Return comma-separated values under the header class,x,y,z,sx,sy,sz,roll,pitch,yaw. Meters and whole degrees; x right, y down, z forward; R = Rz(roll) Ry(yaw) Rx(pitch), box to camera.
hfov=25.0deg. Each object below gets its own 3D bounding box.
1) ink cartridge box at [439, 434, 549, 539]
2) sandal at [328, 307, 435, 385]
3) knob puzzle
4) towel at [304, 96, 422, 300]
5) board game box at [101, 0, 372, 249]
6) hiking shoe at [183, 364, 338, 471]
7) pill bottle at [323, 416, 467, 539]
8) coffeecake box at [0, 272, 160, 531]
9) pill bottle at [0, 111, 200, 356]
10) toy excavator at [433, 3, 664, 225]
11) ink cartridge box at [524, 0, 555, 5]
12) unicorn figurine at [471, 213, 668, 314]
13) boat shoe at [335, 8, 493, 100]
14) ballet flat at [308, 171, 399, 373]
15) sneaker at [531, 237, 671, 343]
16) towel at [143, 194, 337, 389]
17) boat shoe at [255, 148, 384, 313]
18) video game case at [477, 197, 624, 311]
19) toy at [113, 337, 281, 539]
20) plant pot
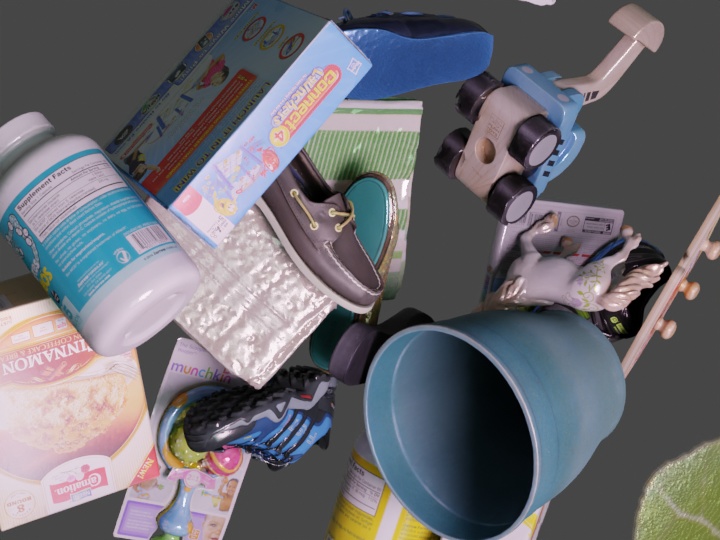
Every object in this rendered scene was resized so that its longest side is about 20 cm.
class,x,y,z,sx,sy,sz,roll,pitch,yaw
ink cartridge box,0.126,0.271,1.606,0.145,0.083,0.201,85,27,-64
sandal,0.028,0.082,1.527,0.200,0.043,0.076,-11,127,-66
knob puzzle,0.316,0.036,1.644,0.030,0.220,0.220,31,92,11
towel,-0.019,-0.065,1.535,0.152,0.023,0.201,-2,109,-25
board game box,-0.110,-0.135,1.363,0.200,0.196,0.056,-49,121,-3
hiking shoe,-0.084,0.148,1.500,0.200,0.074,0.087,-14,104,-51
pill bottle,0.036,0.225,1.607,0.114,0.114,0.201,12,102,-29
coffeecake box,-0.274,0.107,1.435,0.153,0.073,0.201,-18,114,-22
pill bottle,-0.231,-0.035,1.345,0.111,0.111,0.200,-38,78,-10
toy excavator,0.189,-0.159,1.561,0.199,0.100,0.195,-19,141,-44
ink cartridge box,0.070,-0.296,1.396,0.145,0.200,0.083,8,103,-29
unicorn figurine,0.188,0.009,1.589,0.138,0.199,0.074,-51,120,-35
boat shoe,0.024,-0.198,1.487,0.199,0.069,0.085,-2,121,-31
ballet flat,0.000,0.000,1.522,0.070,0.071,0.201,5,108,-28
sneaker,0.234,0.047,1.642,0.200,0.083,0.071,-44,120,-7
towel,-0.122,-0.001,1.467,0.200,0.034,0.133,45,84,-10
boat shoe,-0.043,-0.053,1.448,0.061,0.072,0.201,-40,89,27
video game case,0.187,0.026,1.670,0.142,0.018,0.201,5,104,-28
toy,-0.147,0.174,1.536,0.115,0.047,0.201,16,100,-32
plant pot,0.138,0.122,1.481,0.187,0.199,0.201,-19,117,-43
